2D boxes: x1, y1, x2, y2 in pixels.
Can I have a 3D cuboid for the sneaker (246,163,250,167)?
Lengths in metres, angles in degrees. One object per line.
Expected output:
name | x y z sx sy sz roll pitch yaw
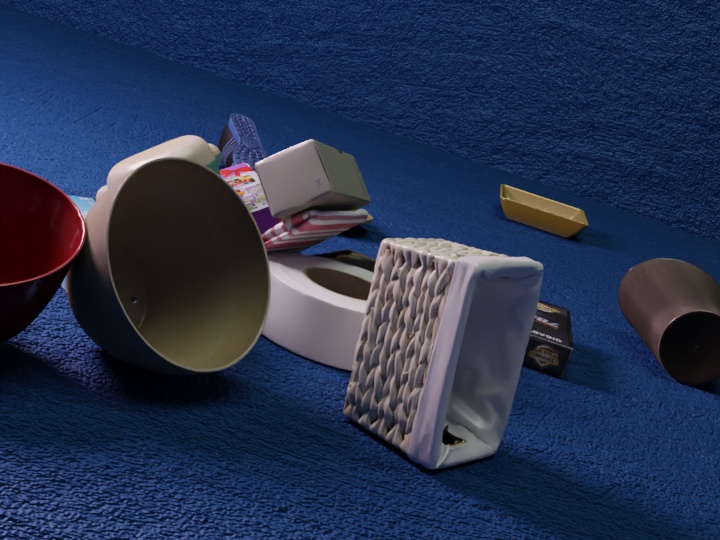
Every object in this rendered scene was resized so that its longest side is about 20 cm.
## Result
sneaker | -0.166 -0.114 1.804 0.076 0.089 0.199 24 15 26

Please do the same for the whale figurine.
whale figurine | -0.232 -0.095 1.421 0.158 0.105 0.200 -25 11 -15

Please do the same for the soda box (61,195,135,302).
soda box | -0.303 -0.023 1.320 0.064 0.068 0.200 6 17 -31

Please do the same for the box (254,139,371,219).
box | -0.053 -0.103 1.435 0.082 0.069 0.200 -22 -5 11

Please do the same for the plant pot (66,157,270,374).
plant pot | -0.201 0.009 1.139 0.134 0.202 0.199 -18 -12 38

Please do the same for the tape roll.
tape roll | -0.027 0.046 1.391 0.201 0.071 0.203 16 14 -4

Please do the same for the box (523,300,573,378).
box | 0.187 0.067 1.629 0.198 0.050 0.199 18 13 5

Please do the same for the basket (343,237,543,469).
basket | 0.077 0.072 1.164 0.123 0.202 0.135 19 12 35

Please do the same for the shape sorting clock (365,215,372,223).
shape sorting clock | -0.076 -0.109 2.002 0.198 0.040 0.200 15 13 -4

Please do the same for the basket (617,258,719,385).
basket | 0.478 0.079 1.772 0.179 0.137 0.200 24 17 -2

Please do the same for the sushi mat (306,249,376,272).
sushi mat | 0.000 0.000 1.567 0.095 0.012 0.199 -8 -14 30

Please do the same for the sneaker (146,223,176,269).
sneaker | -0.208 -0.013 1.299 0.084 0.079 0.200 9 -24 9

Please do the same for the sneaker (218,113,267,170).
sneaker | -0.212 -0.193 2.123 0.070 0.078 0.201 14 35 -22

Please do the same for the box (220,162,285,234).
box | -0.201 -0.065 1.474 0.199 0.039 0.137 -21 34 -21

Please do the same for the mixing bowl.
mixing bowl | -0.348 -0.002 1.050 0.198 0.109 0.201 13 31 -8

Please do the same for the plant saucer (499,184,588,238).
plant saucer | 0.395 -0.126 2.637 0.198 0.049 0.200 18 14 3

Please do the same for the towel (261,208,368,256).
towel | -0.102 -0.035 1.446 0.199 0.030 0.146 -24 -5 23
